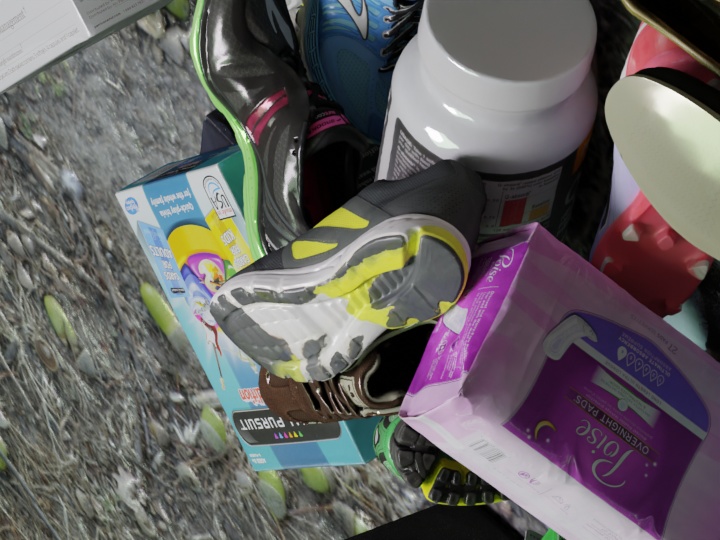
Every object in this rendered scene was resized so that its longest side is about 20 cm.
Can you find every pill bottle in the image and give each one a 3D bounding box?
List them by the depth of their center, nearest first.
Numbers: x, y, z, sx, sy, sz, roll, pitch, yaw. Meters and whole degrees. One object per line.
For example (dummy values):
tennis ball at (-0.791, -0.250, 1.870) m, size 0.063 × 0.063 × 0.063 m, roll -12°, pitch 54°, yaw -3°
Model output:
pill bottle at (0.069, -0.073, 1.637) m, size 0.116 × 0.116 × 0.200 m, roll 46°, pitch 150°, yaw 24°

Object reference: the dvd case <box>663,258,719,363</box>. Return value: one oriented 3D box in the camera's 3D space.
dvd case at (0.230, 0.048, 1.590) m, size 0.200 × 0.022 × 0.146 m, roll -1°, pitch 115°, yaw 61°

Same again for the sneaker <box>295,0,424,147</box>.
sneaker at (0.011, -0.157, 1.701) m, size 0.090 × 0.078 × 0.200 m, roll 19°, pitch 133°, yaw 47°

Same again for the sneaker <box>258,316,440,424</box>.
sneaker at (0.002, 0.050, 1.653) m, size 0.200 × 0.076 × 0.071 m, roll -24°, pitch 101°, yaw 41°

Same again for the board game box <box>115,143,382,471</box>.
board game box at (-0.059, 0.024, 1.797) m, size 0.151 × 0.047 × 0.200 m, roll -11°, pitch 107°, yaw 62°

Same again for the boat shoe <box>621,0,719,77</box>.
boat shoe at (0.206, -0.104, 1.431) m, size 0.200 × 0.068 × 0.072 m, roll 38°, pitch 144°, yaw 34°

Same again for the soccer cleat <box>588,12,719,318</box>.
soccer cleat at (0.159, -0.055, 1.560) m, size 0.077 × 0.067 × 0.200 m, roll -89°, pitch 3°, yaw -46°

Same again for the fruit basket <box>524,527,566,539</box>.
fruit basket at (0.172, 0.231, 1.655) m, size 0.200 × 0.094 × 0.185 m, roll 36°, pitch -164°, yaw -7°

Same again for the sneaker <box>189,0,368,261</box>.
sneaker at (-0.036, -0.088, 1.682) m, size 0.084 × 0.077 × 0.200 m, roll -15°, pitch 95°, yaw 43°

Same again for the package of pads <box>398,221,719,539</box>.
package of pads at (0.125, 0.079, 1.560) m, size 0.200 × 0.121 × 0.076 m, roll 36°, pitch 154°, yaw -20°

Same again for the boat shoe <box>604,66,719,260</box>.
boat shoe at (0.210, -0.035, 1.455) m, size 0.201 × 0.063 × 0.074 m, roll 38°, pitch 139°, yaw 9°

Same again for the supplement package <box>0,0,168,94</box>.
supplement package at (-0.198, -0.246, 1.885) m, size 0.200 × 0.147 × 0.191 m, roll 61°, pitch 153°, yaw -5°

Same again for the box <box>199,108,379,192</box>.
box at (-0.005, -0.010, 1.837) m, size 0.200 × 0.104 × 0.148 m, roll 46°, pitch 149°, yaw 25°

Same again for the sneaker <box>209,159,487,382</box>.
sneaker at (0.000, 0.000, 1.603) m, size 0.200 × 0.085 × 0.075 m, roll -19°, pitch 118°, yaw 45°

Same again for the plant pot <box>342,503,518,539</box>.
plant pot at (0.040, 0.272, 1.959) m, size 0.178 × 0.200 × 0.200 m, roll 59°, pitch 155°, yaw 25°

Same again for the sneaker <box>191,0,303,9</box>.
sneaker at (-0.078, -0.226, 1.740) m, size 0.075 × 0.076 × 0.200 m, roll -107°, pitch 5°, yaw -46°

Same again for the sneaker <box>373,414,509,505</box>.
sneaker at (0.102, 0.097, 1.693) m, size 0.085 × 0.200 × 0.078 m, roll -161°, pitch 79°, yaw -69°
